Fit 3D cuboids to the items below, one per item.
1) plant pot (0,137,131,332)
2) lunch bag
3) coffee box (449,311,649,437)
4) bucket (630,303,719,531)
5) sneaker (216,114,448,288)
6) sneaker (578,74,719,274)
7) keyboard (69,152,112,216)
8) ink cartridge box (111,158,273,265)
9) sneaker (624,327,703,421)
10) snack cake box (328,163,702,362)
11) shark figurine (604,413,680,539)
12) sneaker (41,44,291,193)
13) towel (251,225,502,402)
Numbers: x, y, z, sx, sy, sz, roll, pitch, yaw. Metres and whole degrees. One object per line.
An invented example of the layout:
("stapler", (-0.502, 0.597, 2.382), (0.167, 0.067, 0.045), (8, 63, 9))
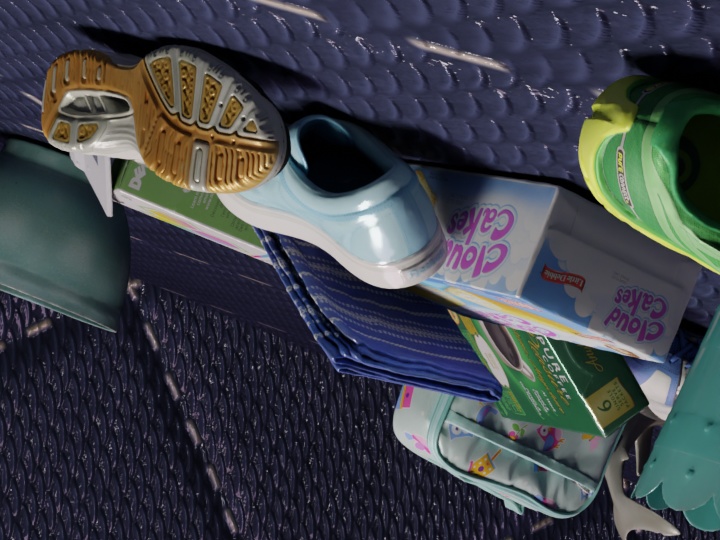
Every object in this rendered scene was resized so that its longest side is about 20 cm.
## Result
("plant pot", (-0.294, -0.040, 1.908), (0.199, 0.135, 0.200), (21, 174, 2))
("lunch bag", (0.128, 0.106, 1.636), (0.199, 0.161, 0.077), (26, 173, -36))
("coffee box", (0.119, 0.049, 1.433), (0.123, 0.044, 0.200), (59, 166, -7))
("bucket", (0.282, 0.113, 1.272), (0.206, 0.136, 0.207), (22, 175, 2))
("sneaker", (-0.026, -0.063, 1.177), (0.199, 0.074, 0.082), (26, 144, 44))
("sneaker", (0.177, -0.012, 0.794), (0.199, 0.075, 0.084), (23, 178, -15))
("keyboard", (-0.183, -0.087, 1.395), (0.056, 0.011, 0.200), (56, 168, 9))
("ink cartridge box", (-0.127, -0.064, 1.469), (0.199, 0.060, 0.104), (23, 175, -13))
("sneaker", (0.237, 0.070, 1.451), (0.199, 0.076, 0.077), (33, 131, -18))
("snack cake box", (0.086, -0.008, 1.196), (0.115, 0.068, 0.200), (25, 173, -32))
("shark figurine", (0.248, 0.132, 1.769), (0.089, 0.215, 0.128), (-31, 105, 34))
("sneaker", (-0.093, -0.088, 1.157), (0.087, 0.076, 0.199), (5, -170, -43))
("towel", (0.000, 0.000, 1.281), (0.144, 0.024, 0.200), (16, -148, -42))
